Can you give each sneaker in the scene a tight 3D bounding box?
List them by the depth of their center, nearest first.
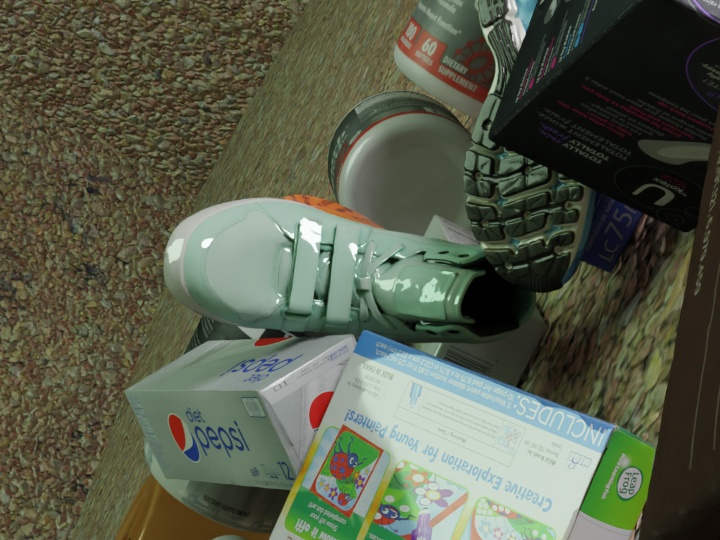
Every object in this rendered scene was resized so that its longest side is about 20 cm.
[{"bbox_3d":[0.113,-0.085,1.094,0.078,0.090,0.201,-3,76,37],"label":"sneaker"},{"bbox_3d":[0.000,0.000,1.098,0.118,0.200,0.074,1,85,59],"label":"sneaker"}]

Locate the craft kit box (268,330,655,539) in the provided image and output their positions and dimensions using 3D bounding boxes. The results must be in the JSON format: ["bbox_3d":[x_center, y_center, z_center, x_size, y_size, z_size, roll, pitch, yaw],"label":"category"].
[{"bbox_3d":[0.031,0.146,0.984,0.200,0.048,0.198,20,81,52],"label":"craft kit box"}]

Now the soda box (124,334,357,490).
[{"bbox_3d":[-0.061,0.080,1.154,0.068,0.064,0.200,-30,11,-25],"label":"soda box"}]

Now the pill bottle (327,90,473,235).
[{"bbox_3d":[0.034,-0.077,1.552,0.116,0.116,0.200,-63,10,9],"label":"pill bottle"}]

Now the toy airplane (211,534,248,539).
[{"bbox_3d":[-0.030,0.197,1.139,0.199,0.141,0.200,-54,14,43],"label":"toy airplane"}]

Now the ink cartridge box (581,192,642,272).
[{"bbox_3d":[0.143,-0.067,1.179,0.120,0.042,0.200,-63,8,5],"label":"ink cartridge box"}]

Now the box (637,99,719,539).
[{"bbox_3d":[0.187,-0.010,0.438,0.200,0.166,0.164,-54,14,51],"label":"box"}]

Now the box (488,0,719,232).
[{"bbox_3d":[0.161,-0.112,0.949,0.106,0.122,0.200,-69,11,-21],"label":"box"}]

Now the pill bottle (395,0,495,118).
[{"bbox_3d":[0.116,-0.208,1.397,0.200,0.116,0.116,-62,10,15],"label":"pill bottle"}]

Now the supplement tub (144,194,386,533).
[{"bbox_3d":[-0.051,0.060,1.310,0.123,0.122,0.200,-89,24,-67],"label":"supplement tub"}]

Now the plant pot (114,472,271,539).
[{"bbox_3d":[-0.116,0.237,1.495,0.200,0.140,0.200,-61,11,21],"label":"plant pot"}]

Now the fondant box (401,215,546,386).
[{"bbox_3d":[0.050,0.059,1.302,0.145,0.058,0.200,-63,9,11],"label":"fondant box"}]
